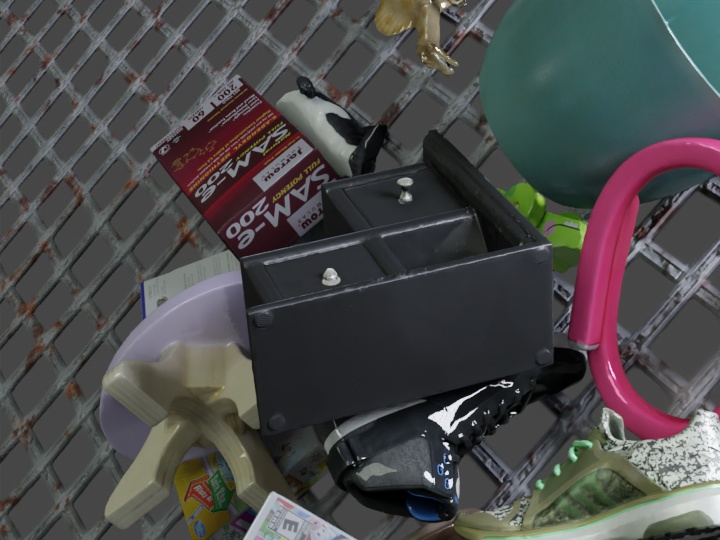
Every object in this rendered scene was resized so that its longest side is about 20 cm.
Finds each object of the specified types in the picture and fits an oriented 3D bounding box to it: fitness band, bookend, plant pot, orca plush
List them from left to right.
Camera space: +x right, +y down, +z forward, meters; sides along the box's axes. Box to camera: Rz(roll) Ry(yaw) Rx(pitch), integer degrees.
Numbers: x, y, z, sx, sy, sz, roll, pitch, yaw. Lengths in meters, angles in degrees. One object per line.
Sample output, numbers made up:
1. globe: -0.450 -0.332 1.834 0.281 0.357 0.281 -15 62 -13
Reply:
1. orca plush: -0.008 -0.123 1.253 0.071 0.106 0.200 -18 11 -17
2. bookend: 0.000 0.000 0.979 0.198 0.092 0.200 -12 30 -14
3. plant pot: 0.180 -0.136 1.007 0.161 0.200 0.201 -32 45 34
4. fitness band: 0.204 0.016 0.920 0.143 0.037 0.201 21 110 41

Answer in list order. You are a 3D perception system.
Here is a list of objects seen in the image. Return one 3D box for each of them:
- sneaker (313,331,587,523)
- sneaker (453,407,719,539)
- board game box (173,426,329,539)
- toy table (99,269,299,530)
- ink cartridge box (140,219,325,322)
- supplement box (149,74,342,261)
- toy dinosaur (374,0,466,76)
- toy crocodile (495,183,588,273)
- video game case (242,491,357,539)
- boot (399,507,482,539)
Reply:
1. sneaker: 0.070 0.112 0.980 0.199 0.073 0.112 -10 57 -12
2. sneaker: 0.151 0.135 0.922 0.199 0.077 0.089 -13 68 26
3. board game box: -0.103 0.120 1.201 0.134 0.034 0.200 -41 43 12
4. toy table: -0.114 0.100 1.080 0.200 0.183 0.117 -49 24 21
5. ink cartridge box: -0.085 0.018 1.207 0.199 0.037 0.095 -18 46 6
6. supplement box: -0.098 -0.085 1.244 0.109 0.061 0.200 -41 35 -3
7. toy dinosaur: 0.048 -0.256 1.305 0.101 0.058 0.200 -43 42 13
8. toy crocodile: 0.108 -0.032 1.091 0.200 0.067 0.062 22 86 50
9. video game case: -0.008 0.255 0.937 0.199 0.018 0.144 30 82 5
10. boot: -0.012 0.222 1.028 0.200 0.070 0.146 -39 23 -15
